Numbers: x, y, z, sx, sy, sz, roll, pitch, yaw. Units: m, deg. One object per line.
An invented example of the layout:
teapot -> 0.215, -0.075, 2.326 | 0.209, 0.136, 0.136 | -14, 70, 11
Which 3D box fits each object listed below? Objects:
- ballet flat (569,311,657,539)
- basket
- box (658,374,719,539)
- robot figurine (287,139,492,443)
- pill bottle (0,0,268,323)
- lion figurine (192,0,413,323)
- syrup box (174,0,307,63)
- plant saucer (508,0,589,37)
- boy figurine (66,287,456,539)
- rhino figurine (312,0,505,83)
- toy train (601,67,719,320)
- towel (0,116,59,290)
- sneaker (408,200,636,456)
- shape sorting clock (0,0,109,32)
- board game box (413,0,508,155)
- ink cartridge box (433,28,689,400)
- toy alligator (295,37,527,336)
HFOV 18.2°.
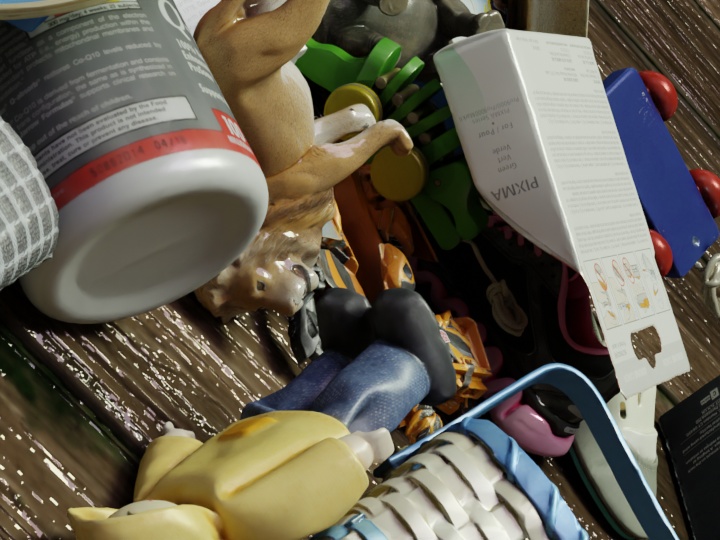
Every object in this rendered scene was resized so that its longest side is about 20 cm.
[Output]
ballet flat -> 0.138, 0.061, 1.330 | 0.067, 0.064, 0.201 | 17, 42, -56
basket -> 0.065, 0.143, 0.979 | 0.199, 0.139, 0.177 | -21, 72, -33
box -> 0.303, 0.174, 1.419 | 0.200, 0.104, 0.183 | 34, 32, -35
robot figurine -> 0.000, 0.000, 1.176 | 0.145, 0.058, 0.200 | 10, 47, -55
pill bottle -> -0.130, -0.087, 0.998 | 0.116, 0.116, 0.200 | 11, 46, -56
lion figurine -> -0.044, -0.076, 1.058 | 0.072, 0.122, 0.201 | 39, -30, 51
syrup box -> -0.121, -0.161, 1.126 | 0.081, 0.079, 0.200 | -29, 80, -28
plant saucer -> 0.118, -0.167, 1.474 | 0.035, 0.201, 0.201 | 2, 38, -3
boy figurine -> -0.050, 0.080, 0.932 | 0.200, 0.124, 0.065 | -36, 116, -39
rhino figurine -> -0.005, -0.146, 1.251 | 0.200, 0.060, 0.087 | 14, 11, -41
toy train -> 0.164, -0.021, 1.388 | 0.085, 0.115, 0.200 | -43, 111, -37
towel -> -0.216, -0.053, 0.841 | 0.200, 0.086, 0.166 | 50, 24, -4
sneaker -> 0.089, 0.003, 1.287 | 0.079, 0.095, 0.200 | -2, 57, -58
shape sorting clock -> -0.149, -0.178, 0.963 | 0.199, 0.039, 0.201 | 3, 50, -4
board game box -> 0.007, -0.199, 1.399 | 0.200, 0.056, 0.196 | 34, 45, -32
ink cartridge box -> 0.113, -0.029, 1.214 | 0.161, 0.050, 0.201 | -9, 83, -69
toy alligator -> 0.041, -0.058, 1.192 | 0.200, 0.054, 0.059 | 51, 24, 0
